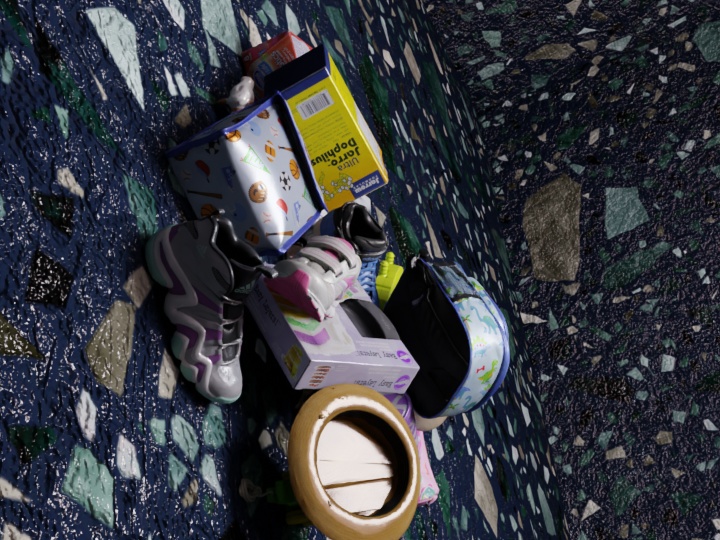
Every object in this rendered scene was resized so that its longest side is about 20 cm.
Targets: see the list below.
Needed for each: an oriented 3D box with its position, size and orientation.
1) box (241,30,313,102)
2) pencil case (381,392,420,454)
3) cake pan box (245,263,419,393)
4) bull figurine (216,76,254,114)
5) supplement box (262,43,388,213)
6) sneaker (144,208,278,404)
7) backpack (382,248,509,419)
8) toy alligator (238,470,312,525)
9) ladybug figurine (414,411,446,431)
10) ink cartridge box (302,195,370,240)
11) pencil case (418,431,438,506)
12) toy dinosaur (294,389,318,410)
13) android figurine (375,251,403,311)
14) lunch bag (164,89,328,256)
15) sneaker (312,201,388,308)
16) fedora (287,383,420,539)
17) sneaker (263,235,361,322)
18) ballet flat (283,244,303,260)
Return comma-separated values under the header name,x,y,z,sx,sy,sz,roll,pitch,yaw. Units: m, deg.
name,x,y,z,sx,sy,sz,roll,pitch,yaw
box,-0.105,-0.306,1.292,0.199,0.094,0.102,5,68,-70
pencil case,0.043,0.247,1.149,0.083,0.085,0.202,33,-27,34
cake pan box,-0.039,0.074,0.990,0.198,0.053,0.185,12,33,-42
bull figurine,-0.138,-0.177,1.129,0.121,0.064,0.204,-29,101,-72
supplement box,-0.052,-0.209,1.158,0.201,0.108,0.110,58,13,-30
sneaker,-0.137,0.035,0.815,0.078,0.138,0.203,-34,104,-63
backpack,0.129,0.105,1.138,0.145,0.185,0.201,5,40,-35
toy alligator,-0.071,0.269,0.933,0.200,0.053,0.060,40,36,-58
ladybug figurine,0.098,0.165,1.262,0.133,0.072,0.202,19,39,-14
ink cartridge box,-0.052,-0.122,1.296,0.199,0.040,0.203,33,43,-45
pencil case,0.072,0.287,1.283,0.087,0.086,0.204,28,48,-64
toy dinosaur,-0.046,0.149,1.030,0.201,0.057,0.103,-112,-141,-66
android figurine,0.033,0.072,1.294,0.182,0.040,0.204,-55,155,-64
lunch bag,-0.124,-0.124,0.995,0.200,0.122,0.173,-50,122,-56
sneaker,-0.001,0.000,1.127,0.076,0.111,0.204,-8,77,-35
fedora,-0.017,0.232,0.909,0.198,0.081,0.204,20,58,-34
sneaker,-0.048,-0.001,0.881,0.081,0.089,0.200,34,2,4
ballet flat,-0.047,0.011,1.214,0.200,0.066,0.069,47,29,-51
